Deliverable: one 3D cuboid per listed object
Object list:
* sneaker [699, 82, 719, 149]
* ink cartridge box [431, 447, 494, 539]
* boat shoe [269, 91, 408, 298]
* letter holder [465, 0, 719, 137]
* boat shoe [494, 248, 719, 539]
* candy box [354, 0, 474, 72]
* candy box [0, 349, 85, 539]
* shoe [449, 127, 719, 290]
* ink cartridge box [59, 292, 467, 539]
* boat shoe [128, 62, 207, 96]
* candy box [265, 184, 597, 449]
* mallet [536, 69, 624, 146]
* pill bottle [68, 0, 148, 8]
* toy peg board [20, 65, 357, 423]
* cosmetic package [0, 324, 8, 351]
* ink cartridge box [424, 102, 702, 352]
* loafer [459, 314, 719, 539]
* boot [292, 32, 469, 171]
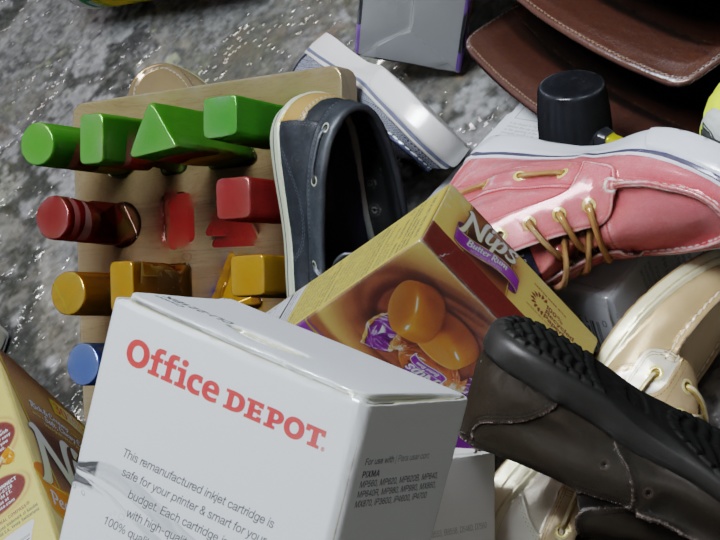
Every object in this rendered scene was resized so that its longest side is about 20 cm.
[{"bbox_3d":[0.235,-0.118,1.123,0.075,0.077,0.200,17,36,32],"label":"sneaker"},{"bbox_3d":[-0.016,0.160,1.045,0.128,0.125,0.202,0,89,34],"label":"ink cartridge box"},{"bbox_3d":[0.000,0.000,1.189,0.074,0.202,0.062,-15,6,-36],"label":"boat shoe"},{"bbox_3d":[0.146,-0.158,1.235,0.142,0.101,0.200,-35,41,-13],"label":"letter holder"},{"bbox_3d":[0.144,0.080,1.105,0.069,0.074,0.200,35,81,33],"label":"boat shoe"},{"bbox_3d":[0.051,-0.255,1.343,0.071,0.168,0.201,10,56,3],"label":"candy box"},{"bbox_3d":[-0.174,0.148,1.229,0.055,0.116,0.201,-34,45,6],"label":"candy box"},{"bbox_3d":[0.111,-0.019,1.113,0.199,0.072,0.091,6,46,47],"label":"shoe"},{"bbox_3d":[-0.053,0.125,0.945,0.143,0.083,0.202,21,102,33],"label":"ink cartridge box"},{"bbox_3d":[-0.117,-0.076,1.401,0.072,0.065,0.201,-31,45,10],"label":"boat shoe"},{"bbox_3d":[0.011,0.055,1.126,0.200,0.117,0.057,-35,17,39],"label":"candy box"},{"bbox_3d":[0.171,-0.043,1.136,0.041,0.066,0.199,-31,45,-33],"label":"mallet"},{"bbox_3d":[-0.121,-0.248,1.504,0.198,0.113,0.114,-4,55,32],"label":"pill bottle"},{"bbox_3d":[-0.106,-0.012,1.258,0.198,0.098,0.201,-5,85,32],"label":"toy peg board"},{"bbox_3d":[-0.344,0.062,1.434,0.198,0.087,0.104,1,59,34],"label":"cosmetic package"},{"bbox_3d":[0.133,-0.044,1.234,0.162,0.057,0.200,13,45,40],"label":"ink cartridge box"},{"bbox_3d":[0.132,0.100,1.038,0.072,0.199,0.073,-56,1,17],"label":"loafer"},{"bbox_3d":[-0.006,-0.077,1.312,0.090,0.073,0.200,-49,24,0],"label":"boot"}]
